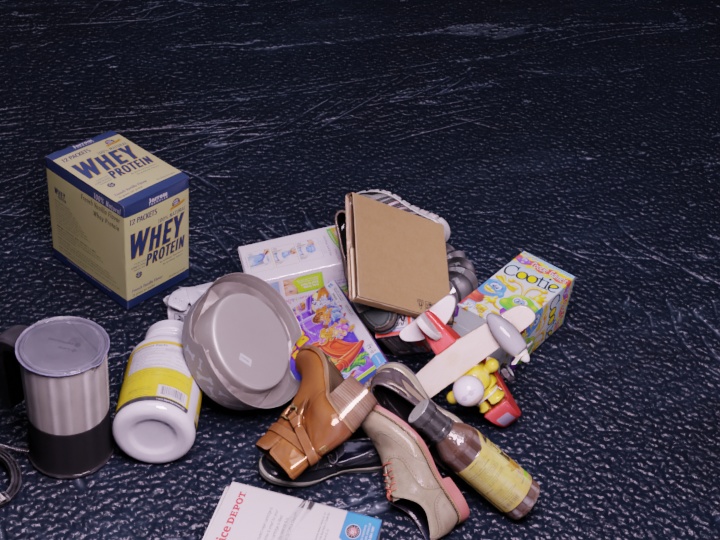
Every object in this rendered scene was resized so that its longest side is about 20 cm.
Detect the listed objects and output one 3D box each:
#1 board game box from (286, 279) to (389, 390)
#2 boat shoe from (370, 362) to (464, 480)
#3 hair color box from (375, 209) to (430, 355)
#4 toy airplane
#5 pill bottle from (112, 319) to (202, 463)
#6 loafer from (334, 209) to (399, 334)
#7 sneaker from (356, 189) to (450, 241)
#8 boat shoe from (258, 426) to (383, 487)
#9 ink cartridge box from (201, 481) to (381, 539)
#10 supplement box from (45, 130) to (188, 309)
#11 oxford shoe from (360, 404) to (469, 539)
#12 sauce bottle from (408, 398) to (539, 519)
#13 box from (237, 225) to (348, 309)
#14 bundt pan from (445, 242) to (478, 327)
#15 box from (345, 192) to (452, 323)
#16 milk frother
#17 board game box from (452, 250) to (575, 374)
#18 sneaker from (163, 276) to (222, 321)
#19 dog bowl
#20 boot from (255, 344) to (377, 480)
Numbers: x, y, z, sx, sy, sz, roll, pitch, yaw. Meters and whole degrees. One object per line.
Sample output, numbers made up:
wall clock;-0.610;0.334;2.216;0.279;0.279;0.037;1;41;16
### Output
board game box;-0.047;0.121;1.593;0.134;0.045;0.200;-36;44;1
boat shoe;0.082;0.218;1.473;0.200;0.075;0.073;44;31;7
hair color box;0.061;0.021;1.664;0.064;0.111;0.201;-9;69;16
toy airplane;0.144;0.137;1.528;0.198;0.201;0.141;5;24;-1
pill bottle;-0.276;0.163;1.497;0.112;0.112;0.200;4;36;-4
loafer;0.000;0.000;1.597;0.072;0.063;0.200;-26;63;14
sneaker;0.058;-0.084;1.917;0.199;0.074;0.087;22;32;12
boat shoe;-0.042;0.247;1.465;0.199;0.062;0.075;-6;40;-15
ink cartridge box;-0.088;0.354;1.292;0.199;0.085;0.146;12;36;9
supplement box;-0.392;-0.086;1.739;0.200;0.200;0.134;30;42;29
oxford shoe;0.056;0.264;1.406;0.075;0.070;0.200;-35;77;-28
sauce bottle;0.149;0.247;1.416;0.200;0.065;0.065;42;36;-12
box;-0.083;0.011;1.709;0.199;0.113;0.101;-14;39;-7
bundt pan;0.107;0.013;1.795;0.201;0.076;0.202;5;37;-4
box;0.058;-0.015;1.584;0.200;0.021;0.164;16;62;-41
milk frother;-0.423;0.186;1.377;0.180;0.189;0.200;11;36;7
board game box;0.244;0.070;1.716;0.105;0.103;0.200;29;42;27
sneaker;-0.233;0.084;1.647;0.115;0.075;0.200;-9;35;-19
dog bowl;-0.167;0.106;1.518;0.200;0.059;0.201;27;50;-38
boot;-0.079;0.192;1.452;0.155;0.077;0.200;-43;38;-10
